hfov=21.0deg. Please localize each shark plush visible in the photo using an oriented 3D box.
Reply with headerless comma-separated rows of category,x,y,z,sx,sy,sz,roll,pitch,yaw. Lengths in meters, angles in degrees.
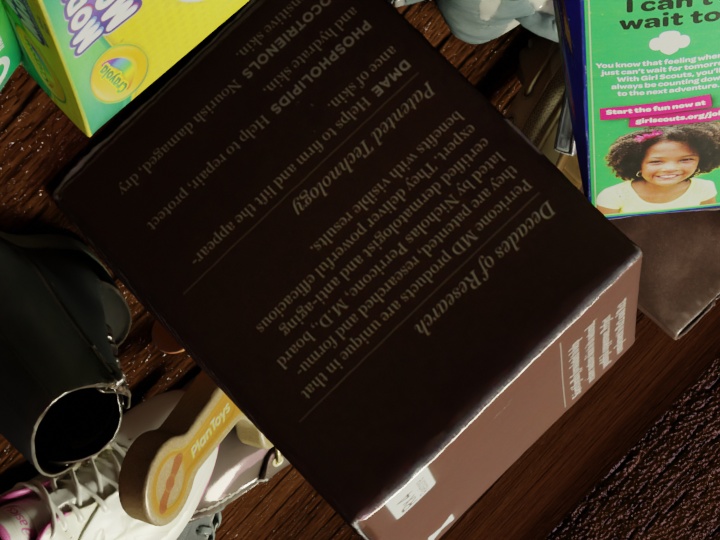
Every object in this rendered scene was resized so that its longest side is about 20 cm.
shark plush,0.044,-0.133,0.912,0.083,0.092,0.200,-19,-178,27

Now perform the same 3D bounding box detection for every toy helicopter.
toy helicopter,-0.068,0.050,1.020,0.200,0.078,0.133,-53,147,-42

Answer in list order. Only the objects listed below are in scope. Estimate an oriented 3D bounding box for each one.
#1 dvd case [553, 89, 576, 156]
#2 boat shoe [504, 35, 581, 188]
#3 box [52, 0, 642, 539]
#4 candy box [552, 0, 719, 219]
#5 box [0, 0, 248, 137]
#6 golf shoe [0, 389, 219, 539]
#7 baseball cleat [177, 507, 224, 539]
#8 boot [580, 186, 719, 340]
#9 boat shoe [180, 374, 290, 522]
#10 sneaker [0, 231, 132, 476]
dvd case,0.171,-0.163,1.108,0.200,0.016,0.150,-33,139,-52
boat shoe,0.120,-0.115,1.145,0.201,0.064,0.071,-62,156,-8
box,0.000,0.000,0.874,0.164,0.200,0.166,-43,165,-6
candy box,0.113,-0.145,0.790,0.076,0.171,0.201,-8,149,5
box,-0.063,-0.130,0.680,0.200,0.048,0.118,-41,163,-12
golf shoe,-0.155,0.135,1.044,0.200,0.075,0.092,-44,159,-13
baseball cleat,-0.104,0.163,1.174,0.200,0.106,0.070,-45,159,-8
boot,0.144,-0.018,1.242,0.200,0.167,0.072,-40,163,-10
boat shoe,-0.049,0.080,1.142,0.200,0.072,0.059,-40,-153,-30
sneaker,-0.129,0.041,0.815,0.075,0.106,0.200,-47,164,5
